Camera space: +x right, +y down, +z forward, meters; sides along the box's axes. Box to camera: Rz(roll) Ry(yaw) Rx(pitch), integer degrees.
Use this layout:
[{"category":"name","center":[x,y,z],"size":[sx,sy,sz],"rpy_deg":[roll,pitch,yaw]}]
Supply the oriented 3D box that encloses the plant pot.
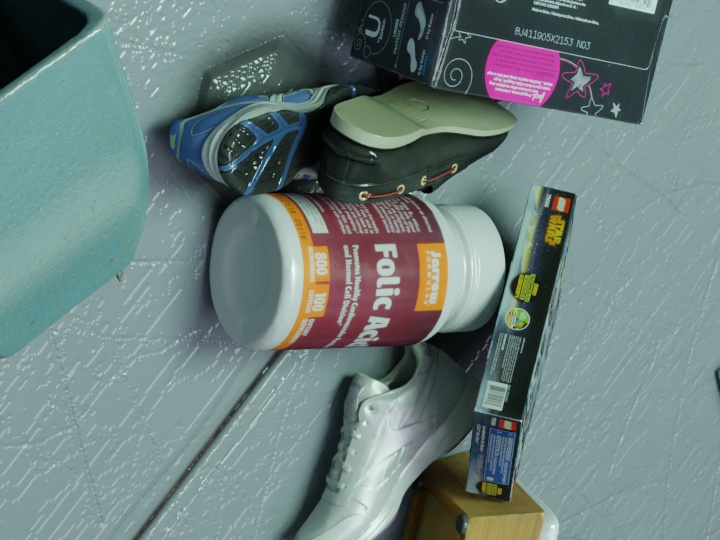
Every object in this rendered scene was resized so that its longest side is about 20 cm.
[{"category":"plant pot","center":[-0.248,-0.065,1.551],"size":[0.196,0.196,0.201],"rpy_deg":[-39,134,-17]}]

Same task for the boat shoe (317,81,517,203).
[{"category":"boat shoe","center":[0.040,-0.093,1.751],"size":[0.201,0.073,0.063],"rpy_deg":[-17,132,-52]}]

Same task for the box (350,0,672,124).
[{"category":"box","center":[0.111,-0.191,1.748],"size":[0.199,0.115,0.133],"rpy_deg":[7,101,-36]}]

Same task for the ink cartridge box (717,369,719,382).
[{"category":"ink cartridge box","center":[0.405,0.133,2.157],"size":[0.160,0.047,0.201],"rpy_deg":[-32,127,-22]}]

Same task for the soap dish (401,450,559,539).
[{"category":"soap dish","center":[0.079,0.255,1.910],"size":[0.081,0.157,0.201],"rpy_deg":[10,101,-19]}]

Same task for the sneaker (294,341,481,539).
[{"category":"sneaker","center":[0.004,0.138,1.875],"size":[0.100,0.075,0.200],"rpy_deg":[45,77,-19]}]

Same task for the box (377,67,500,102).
[{"category":"box","center":[0.098,-0.199,1.828],"size":[0.199,0.036,0.144],"rpy_deg":[-21,117,-25]}]

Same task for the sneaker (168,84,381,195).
[{"category":"sneaker","center":[-0.054,-0.101,1.741],"size":[0.199,0.077,0.076],"rpy_deg":[-7,108,-51]}]

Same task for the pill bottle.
[{"category":"pill bottle","center":[0.000,0.000,1.781],"size":[0.199,0.114,0.115],"rpy_deg":[-1,107,-34]}]

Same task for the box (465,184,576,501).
[{"category":"box","center":[0.122,0.055,1.835],"size":[0.137,0.040,0.201],"rpy_deg":[92,13,-60]}]

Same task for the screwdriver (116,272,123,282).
[{"category":"screwdriver","center":[-0.190,-0.083,1.679],"size":[0.029,0.028,0.201],"rpy_deg":[-5,114,0]}]
